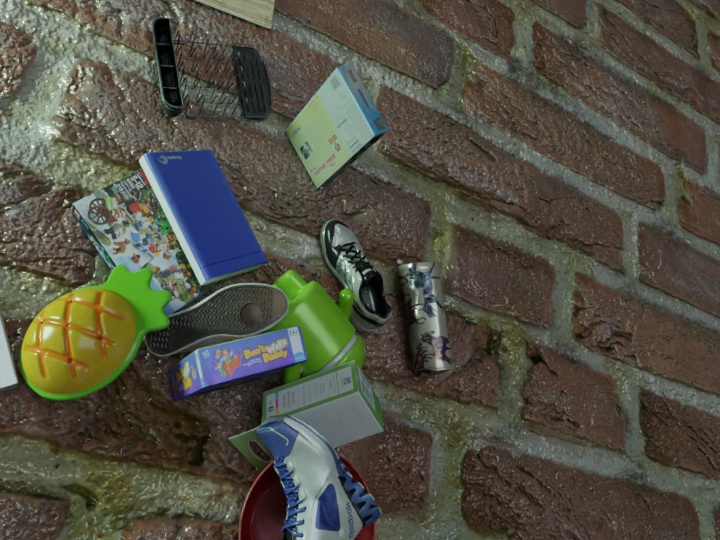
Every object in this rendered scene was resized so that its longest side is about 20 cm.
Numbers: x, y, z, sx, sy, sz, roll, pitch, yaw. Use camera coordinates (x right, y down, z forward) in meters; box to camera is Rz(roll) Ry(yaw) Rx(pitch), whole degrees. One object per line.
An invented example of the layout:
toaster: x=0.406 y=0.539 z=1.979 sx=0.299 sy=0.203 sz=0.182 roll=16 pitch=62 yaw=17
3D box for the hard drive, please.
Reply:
hard drive: x=-0.230 y=-0.085 z=0.892 sx=0.131 sy=0.025 sz=0.203 roll=-20 pitch=81 yaw=-56

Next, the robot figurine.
robot figurine: x=-0.072 y=0.100 z=0.908 sx=0.201 sy=0.115 sz=0.176 roll=52 pitch=41 yaw=-6

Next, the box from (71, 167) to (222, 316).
box: x=-0.300 y=-0.040 z=0.868 sx=0.136 sy=0.038 sz=0.202 roll=-38 pitch=95 yaw=-32

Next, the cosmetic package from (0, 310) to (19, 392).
cosmetic package: x=-0.525 y=0.093 z=0.695 sx=0.197 sy=0.052 sz=0.154 roll=-15 pitch=81 yaw=-31

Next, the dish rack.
dish rack: x=-0.237 y=-0.322 z=0.979 sx=0.197 sy=0.054 sz=0.157 roll=-5 pitch=79 yaw=-31

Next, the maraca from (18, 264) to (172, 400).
maraca: x=-0.337 y=0.076 z=0.765 sx=0.199 sy=0.107 sz=0.137 roll=-40 pitch=76 yaw=-21

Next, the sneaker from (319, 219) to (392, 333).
sneaker: x=0.000 y=0.000 z=0.997 sx=0.075 sy=0.087 sz=0.203 roll=-22 pitch=85 yaw=-30

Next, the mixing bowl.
mixing bowl: x=-0.089 y=0.352 z=0.829 sx=0.197 sy=0.108 sz=0.204 roll=9 pitch=71 yaw=-27

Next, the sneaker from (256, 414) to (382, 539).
sneaker: x=-0.068 y=0.285 z=0.751 sx=0.200 sy=0.080 sz=0.115 roll=50 pitch=56 yaw=-9

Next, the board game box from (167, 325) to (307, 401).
board game box: x=-0.170 y=0.127 z=0.796 sx=0.132 sy=0.199 sz=0.046 roll=-10 pitch=79 yaw=-31

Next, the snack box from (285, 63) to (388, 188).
snack box: x=-0.045 y=-0.227 z=0.972 sx=0.037 sy=0.199 sz=0.118 roll=-30 pitch=91 yaw=-35

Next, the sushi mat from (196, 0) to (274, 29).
sushi mat: x=-0.244 y=-0.499 z=1.052 sx=0.197 sy=0.012 sz=0.098 roll=12 pitch=71 yaw=-26

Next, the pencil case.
pencil case: x=0.115 y=0.079 z=1.044 sx=0.076 sy=0.090 sz=0.204 roll=-8 pitch=77 yaw=-1

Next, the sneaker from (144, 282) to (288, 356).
sneaker: x=-0.196 y=0.066 z=0.841 sx=0.196 sy=0.085 sz=0.074 roll=-15 pitch=85 yaw=-4

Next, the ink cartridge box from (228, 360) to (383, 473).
ink cartridge box: x=-0.076 y=0.210 z=0.851 sx=0.060 sy=0.197 sz=0.105 roll=-102 pitch=167 yaw=-48
